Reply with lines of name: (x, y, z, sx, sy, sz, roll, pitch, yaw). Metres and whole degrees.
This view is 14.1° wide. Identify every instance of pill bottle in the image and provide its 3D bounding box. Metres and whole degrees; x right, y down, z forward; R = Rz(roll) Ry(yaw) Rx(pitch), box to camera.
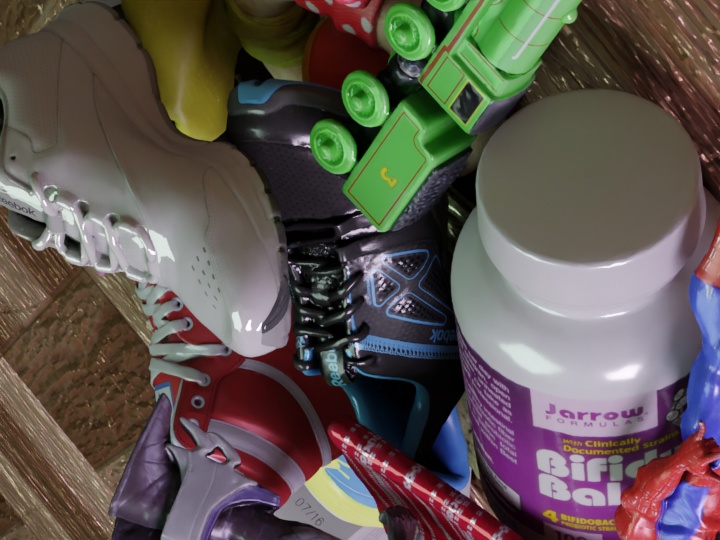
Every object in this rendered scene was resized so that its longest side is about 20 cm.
pill bottle: (0.093, 0.024, 1.129, 0.112, 0.112, 0.200, 39, 158, 30)

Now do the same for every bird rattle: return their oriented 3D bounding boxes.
bird rattle: (-0.003, -0.105, 1.190, 0.163, 0.113, 0.200, 44, 150, -17)

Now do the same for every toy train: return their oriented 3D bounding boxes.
toy train: (0.041, -0.086, 1.058, 0.056, 0.042, 0.200, 48, 137, 12)

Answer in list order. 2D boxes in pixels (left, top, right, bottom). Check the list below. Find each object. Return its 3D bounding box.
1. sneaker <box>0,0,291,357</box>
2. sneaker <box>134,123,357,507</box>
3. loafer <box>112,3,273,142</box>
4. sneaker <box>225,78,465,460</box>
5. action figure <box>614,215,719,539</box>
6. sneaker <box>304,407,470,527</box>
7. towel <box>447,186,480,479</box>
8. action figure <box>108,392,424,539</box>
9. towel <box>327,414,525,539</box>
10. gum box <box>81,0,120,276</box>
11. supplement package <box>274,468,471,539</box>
sneaker: (-0.096, -0.027, 1.156, 0.200, 0.087, 0.075, 44, 144, 38)
sneaker: (-0.082, 0.018, 1.282, 0.200, 0.113, 0.071, 42, 163, 0)
loafer: (-0.058, -0.080, 1.330, 0.200, 0.071, 0.073, 40, 165, 39)
sneaker: (0.000, 0.000, 1.193, 0.073, 0.082, 0.200, 3, 146, 35)
action figure: (0.135, 0.053, 1.062, 0.052, 0.065, 0.201, 47, 139, 34)
sneaker: (-0.014, 0.036, 1.359, 0.105, 0.076, 0.200, -8, 128, 52)
towel: (0.047, 0.025, 1.348, 0.148, 0.036, 0.200, 46, 159, 11)
action figure: (-0.006, 0.127, 1.206, 0.199, 0.070, 0.130, 23, 158, 4)
towel: (0.076, 0.138, 1.204, 0.200, 0.023, 0.145, 35, 170, 19)
gum box: (-0.128, -0.073, 1.508, 0.114, 0.066, 0.200, 51, 161, -4)
supplement package: (-0.021, 0.127, 1.556, 0.117, 0.117, 0.200, 42, 159, 21)
